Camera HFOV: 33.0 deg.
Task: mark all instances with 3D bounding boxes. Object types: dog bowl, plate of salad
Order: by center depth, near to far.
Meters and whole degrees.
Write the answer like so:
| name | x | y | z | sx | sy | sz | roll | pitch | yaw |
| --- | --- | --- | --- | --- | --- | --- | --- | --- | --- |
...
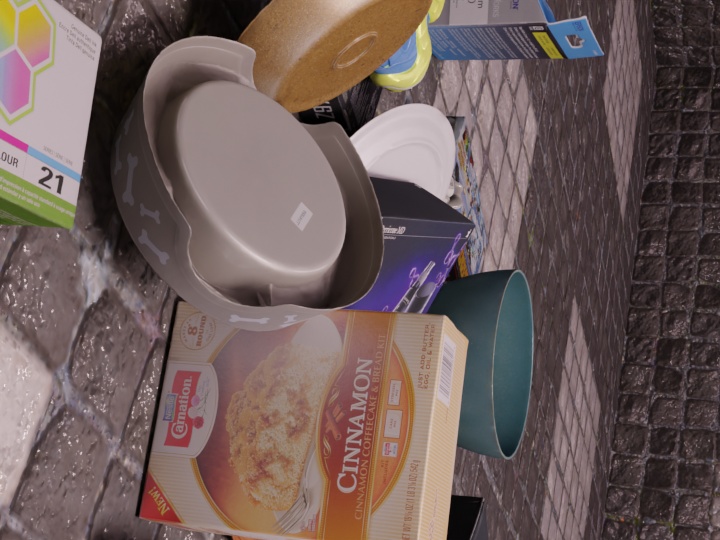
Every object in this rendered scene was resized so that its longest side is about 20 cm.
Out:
| name | x | y | z | sx | sy | sz | roll | pitch | yaw |
| --- | --- | --- | --- | --- | --- | --- | --- | --- | --- |
| dog bowl | -0.075 | -0.051 | 0.788 | 0.199 | 0.058 | 0.202 | 30 | 43 | -32 |
| plate of salad | 0.009 | -0.063 | 1.093 | 0.199 | 0.048 | 0.201 | -34 | 143 | -30 |

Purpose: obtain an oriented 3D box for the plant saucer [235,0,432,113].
| name | x | y | z | sx | sy | sz | roll | pitch | yaw |
| --- | --- | --- | --- | --- | --- | --- | --- | --- | --- |
| plant saucer | -0.014 | -0.174 | 0.897 | 0.036 | 0.200 | 0.200 | 55 | 18 | 9 |

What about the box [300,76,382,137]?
| name | x | y | z | sx | sy | sz | roll | pitch | yaw |
| --- | --- | --- | --- | --- | --- | --- | --- | --- | --- |
| box | -0.015 | -0.226 | 1.085 | 0.161 | 0.043 | 0.202 | 67 | 32 | -50 |

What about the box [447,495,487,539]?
| name | x | y | z | sx | sy | sz | roll | pitch | yaw |
| --- | --- | --- | --- | --- | --- | --- | --- | --- | --- |
| box | 0.053 | 0.317 | 1.174 | 0.079 | 0.140 | 0.202 | -53 | 142 | -56 |

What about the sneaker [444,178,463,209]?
| name | x | y | z | sx | sy | sz | roll | pitch | yaw |
| --- | --- | --- | --- | --- | --- | --- | --- | --- | --- |
| sneaker | 0.045 | -0.095 | 1.206 | 0.200 | 0.086 | 0.075 | 5 | 90 | -69 |

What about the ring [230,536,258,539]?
| name | x | y | z | sx | sy | sz | roll | pitch | yaw |
| --- | --- | --- | --- | --- | --- | --- | --- | --- | --- |
| ring | -0.040 | 0.136 | 0.976 | 0.200 | 0.019 | 0.201 | -44 | 154 | -27 |

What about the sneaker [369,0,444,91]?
| name | x | y | z | sx | sy | sz | roll | pitch | yaw |
| --- | --- | --- | --- | --- | --- | --- | --- | --- | --- |
| sneaker | 0.033 | -0.259 | 1.039 | 0.105 | 0.075 | 0.203 | 1 | 92 | -70 |

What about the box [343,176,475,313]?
| name | x | y | z | sx | sy | sz | roll | pitch | yaw |
| --- | --- | --- | --- | --- | --- | --- | --- | --- | --- |
| box | 0.000 | 0.000 | 0.996 | 0.200 | 0.078 | 0.142 | -2 | 121 | -64 |

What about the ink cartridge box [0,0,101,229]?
| name | x | y | z | sx | sy | sz | roll | pitch | yaw |
| --- | --- | --- | --- | --- | --- | --- | --- | --- | --- |
| ink cartridge box | -0.187 | -0.136 | 0.566 | 0.148 | 0.075 | 0.202 | 34 | 62 | -67 |

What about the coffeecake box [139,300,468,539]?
| name | x | y | z | sx | sy | sz | roll | pitch | yaw |
| --- | --- | --- | --- | --- | --- | --- | --- | --- | --- |
| coffeecake box | -0.037 | 0.107 | 0.832 | 0.073 | 0.198 | 0.155 | 43 | 52 | -64 |

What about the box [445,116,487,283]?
| name | x | y | z | sx | sy | sz | roll | pitch | yaw |
| --- | --- | --- | --- | --- | --- | --- | --- | --- | --- |
| box | 0.110 | -0.063 | 1.458 | 0.138 | 0.039 | 0.201 | -69 | 153 | -44 |

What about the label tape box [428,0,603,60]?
| name | x | y | z | sx | sy | sz | roll | pitch | yaw |
| --- | --- | --- | --- | --- | --- | --- | --- | --- | --- |
| label tape box | 0.162 | -0.281 | 1.344 | 0.143 | 0.198 | 0.067 | 15 | 77 | -70 |

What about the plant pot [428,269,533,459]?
| name | x | y | z | sx | sy | sz | roll | pitch | yaw |
| --- | --- | --- | --- | --- | --- | --- | --- | --- | --- |
| plant pot | 0.103 | 0.097 | 1.317 | 0.200 | 0.133 | 0.203 | 3 | 90 | -70 |
